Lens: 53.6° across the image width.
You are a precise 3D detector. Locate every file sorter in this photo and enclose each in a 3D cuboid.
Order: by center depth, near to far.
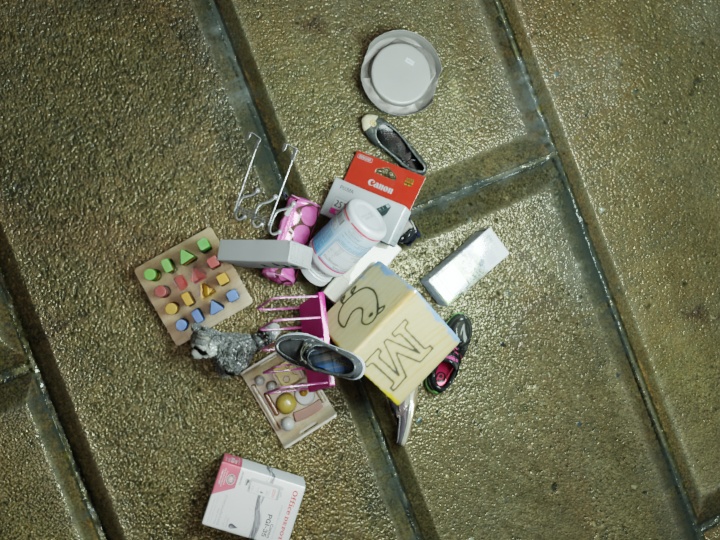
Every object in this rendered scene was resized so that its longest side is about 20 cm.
[{"bbox_3d":[-0.147,0.162,1.551,0.124,0.139,0.203,-2,77,-25],"label":"file sorter"}]

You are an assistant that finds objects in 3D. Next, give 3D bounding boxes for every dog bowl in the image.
[{"bbox_3d":[0.093,-0.461,1.690,0.197,0.059,0.203,0,88,-9],"label":"dog bowl"}]

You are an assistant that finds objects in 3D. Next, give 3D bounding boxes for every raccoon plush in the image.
[{"bbox_3d":[-0.290,0.141,1.590,0.200,0.096,0.135,-44,118,-34],"label":"raccoon plush"}]

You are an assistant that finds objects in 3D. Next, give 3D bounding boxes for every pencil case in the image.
[{"bbox_3d":[-0.162,-0.069,1.622,0.090,0.094,0.202,16,85,11],"label":"pencil case"}]

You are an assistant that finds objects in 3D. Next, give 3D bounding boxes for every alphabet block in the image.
[{"bbox_3d":[0.061,0.135,1.563,0.200,0.195,0.196,-46,120,-3],"label":"alphabet block"}]

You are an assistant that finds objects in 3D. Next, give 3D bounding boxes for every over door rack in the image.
[{"bbox_3d":[-0.205,-0.193,1.587,0.066,0.147,0.202,1,106,-47],"label":"over door rack"}]

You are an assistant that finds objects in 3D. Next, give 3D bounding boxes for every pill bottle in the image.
[{"bbox_3d":[-0.044,-0.057,1.563,0.109,0.109,0.200,45,120,-4],"label":"pill bottle"}]

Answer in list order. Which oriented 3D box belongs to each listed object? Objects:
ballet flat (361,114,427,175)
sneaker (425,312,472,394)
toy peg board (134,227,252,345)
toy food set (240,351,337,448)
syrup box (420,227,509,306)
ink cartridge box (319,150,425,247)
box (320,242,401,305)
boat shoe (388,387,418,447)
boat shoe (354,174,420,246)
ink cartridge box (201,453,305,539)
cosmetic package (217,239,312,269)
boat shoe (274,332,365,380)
[{"bbox_3d":[0.084,-0.300,1.684,0.200,0.057,0.067,41,82,-5],"label":"ballet flat"},{"bbox_3d":[0.217,0.198,1.673,0.076,0.084,0.202,20,86,-8],"label":"sneaker"},{"bbox_3d":[-0.374,0.035,1.586,0.199,0.098,0.201,-30,92,-8],"label":"toy peg board"},{"bbox_3d":[-0.164,0.282,1.626,0.143,0.060,0.201,-31,92,-8],"label":"toy food set"},{"bbox_3d":[0.246,-0.009,1.685,0.200,0.081,0.079,-40,96,-8],"label":"syrup box"},{"bbox_3d":[0.027,-0.170,1.623,0.199,0.043,0.175,25,91,26],"label":"ink cartridge box"},{"bbox_3d":[0.000,0.000,1.656,0.082,0.068,0.200,42,83,-6],"label":"box"},{"bbox_3d":[0.097,0.307,1.663,0.064,0.072,0.203,8,90,5],"label":"boat shoe"},{"bbox_3d":[0.063,-0.135,1.675,0.074,0.093,0.201,-40,66,11],"label":"boat shoe"},{"bbox_3d":[-0.236,0.514,1.596,0.198,0.083,0.148,19,85,-7],"label":"ink cartridge box"},{"bbox_3d":[-0.208,-0.034,1.539,0.198,0.082,0.051,2,78,33],"label":"cosmetic package"},{"bbox_3d":[-0.088,0.172,1.419,0.198,0.066,0.071,20,86,18],"label":"boat shoe"}]
